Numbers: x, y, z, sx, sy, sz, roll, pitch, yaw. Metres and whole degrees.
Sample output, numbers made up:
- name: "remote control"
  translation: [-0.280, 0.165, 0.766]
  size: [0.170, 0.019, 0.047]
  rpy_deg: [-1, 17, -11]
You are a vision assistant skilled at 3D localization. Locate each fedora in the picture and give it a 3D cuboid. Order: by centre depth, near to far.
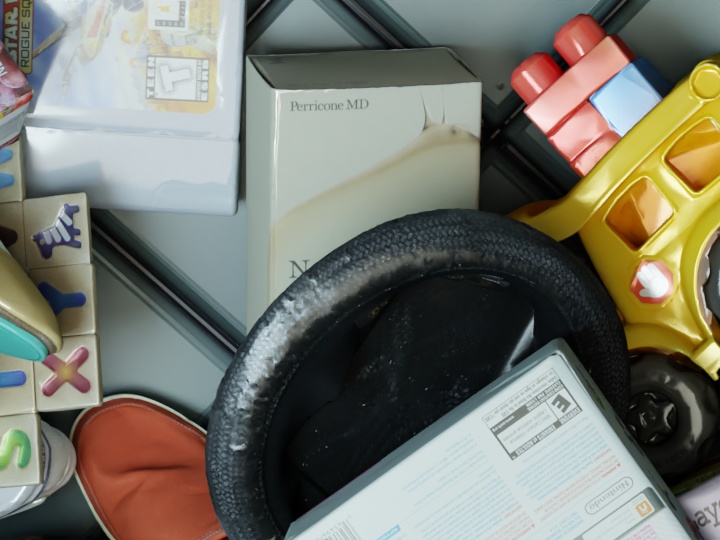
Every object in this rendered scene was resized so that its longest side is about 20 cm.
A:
- name: "fedora"
  translation: [0.021, 0.054, 1.260]
  size: [0.200, 0.092, 0.201]
  rpy_deg: [-4, 112, -9]

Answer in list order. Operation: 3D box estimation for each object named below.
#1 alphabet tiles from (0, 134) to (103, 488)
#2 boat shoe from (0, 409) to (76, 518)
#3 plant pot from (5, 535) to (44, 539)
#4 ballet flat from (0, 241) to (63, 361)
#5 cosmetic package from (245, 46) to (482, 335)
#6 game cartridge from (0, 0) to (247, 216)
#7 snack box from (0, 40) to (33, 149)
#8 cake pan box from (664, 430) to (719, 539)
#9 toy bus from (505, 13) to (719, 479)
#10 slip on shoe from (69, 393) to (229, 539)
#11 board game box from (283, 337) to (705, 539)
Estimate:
- name: "alphabet tiles"
  translation: [-0.215, 0.023, 1.326]
  size: [0.200, 0.006, 0.167]
  rpy_deg: [-6, 84, 20]
- name: "boat shoe"
  translation: [-0.232, 0.105, 1.368]
  size: [0.200, 0.070, 0.071]
  rpy_deg: [-14, 80, 20]
- name: "plant pot"
  translation: [-0.222, 0.218, 1.292]
  size: [0.198, 0.200, 0.201]
  rpy_deg: [-15, 106, 10]
- name: "ballet flat"
  translation: [-0.216, -0.017, 1.295]
  size: [0.200, 0.069, 0.063]
  rpy_deg: [19, 68, 19]
- name: "cosmetic package"
  translation: [0.000, 0.000, 1.327]
  size: [0.103, 0.073, 0.200]
  rpy_deg: [-4, 109, -11]
- name: "game cartridge"
  translation: [-0.119, -0.126, 1.321]
  size: [0.133, 0.042, 0.200]
  rpy_deg: [2, 106, -5]
- name: "snack box"
  translation: [-0.274, -0.090, 1.243]
  size: [0.200, 0.068, 0.169]
  rpy_deg: [-32, 81, -20]
- name: "cake pan box"
  translation: [0.178, 0.104, 1.305]
  size: [0.200, 0.184, 0.052]
  rpy_deg: [-30, 87, 8]
- name: "toy bus"
  translation: [0.131, -0.016, 1.310]
  size: [0.192, 0.136, 0.200]
  rpy_deg: [45, 104, 2]
- name: "slip on shoe"
  translation: [-0.072, 0.131, 1.341]
  size: [0.074, 0.061, 0.200]
  rpy_deg: [-37, 64, -8]
- name: "board game box"
  translation: [0.083, 0.153, 1.190]
  size: [0.147, 0.064, 0.200]
  rpy_deg: [-35, 92, 5]
